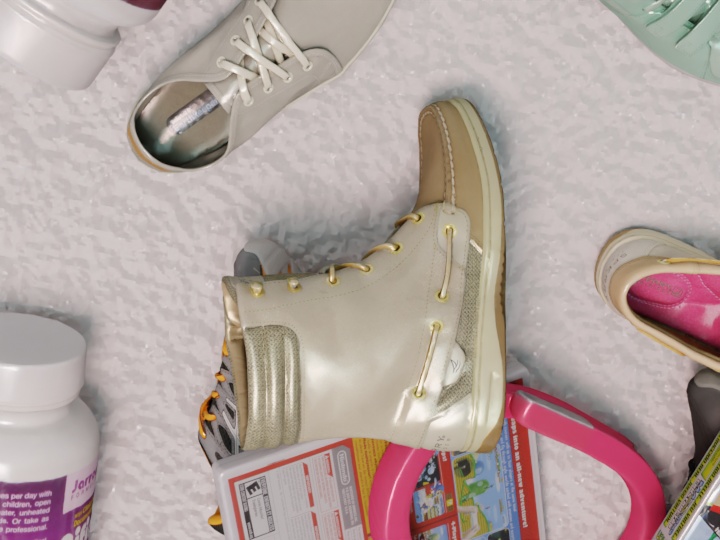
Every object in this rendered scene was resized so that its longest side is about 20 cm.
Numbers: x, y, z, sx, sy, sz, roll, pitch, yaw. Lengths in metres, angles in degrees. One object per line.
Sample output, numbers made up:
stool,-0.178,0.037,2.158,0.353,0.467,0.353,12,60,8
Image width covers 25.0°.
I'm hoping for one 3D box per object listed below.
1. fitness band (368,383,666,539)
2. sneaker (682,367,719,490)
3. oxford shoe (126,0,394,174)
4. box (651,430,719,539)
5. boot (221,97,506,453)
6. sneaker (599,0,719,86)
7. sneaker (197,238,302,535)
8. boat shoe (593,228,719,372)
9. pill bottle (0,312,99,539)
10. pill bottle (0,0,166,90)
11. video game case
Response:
fitness band,0.095,0.147,0.972,0.199,0.037,0.145,27,99,-29
sneaker,0.223,0.156,0.978,0.078,0.075,0.202,-17,106,11
oxford shoe,-0.054,-0.121,0.914,0.199,0.058,0.075,-38,100,12
box,0.268,0.176,0.923,0.199,0.035,0.111,28,101,-9
boot,0.000,0.000,0.896,0.153,0.072,0.203,1,78,-10
sneaker,0.169,-0.147,0.862,0.199,0.118,0.074,30,105,-8
sneaker,-0.062,0.081,0.970,0.076,0.078,0.203,0,106,13
boat shoe,0.232,0.035,0.941,0.198,0.069,0.075,16,108,-2
pill bottle,-0.215,0.133,0.973,0.111,0.112,0.202,10,108,0
pill bottle,-0.131,-0.205,0.861,0.114,0.114,0.201,35,105,-8
video game case,0.017,0.148,0.965,0.198,0.017,0.145,-17,115,-18
